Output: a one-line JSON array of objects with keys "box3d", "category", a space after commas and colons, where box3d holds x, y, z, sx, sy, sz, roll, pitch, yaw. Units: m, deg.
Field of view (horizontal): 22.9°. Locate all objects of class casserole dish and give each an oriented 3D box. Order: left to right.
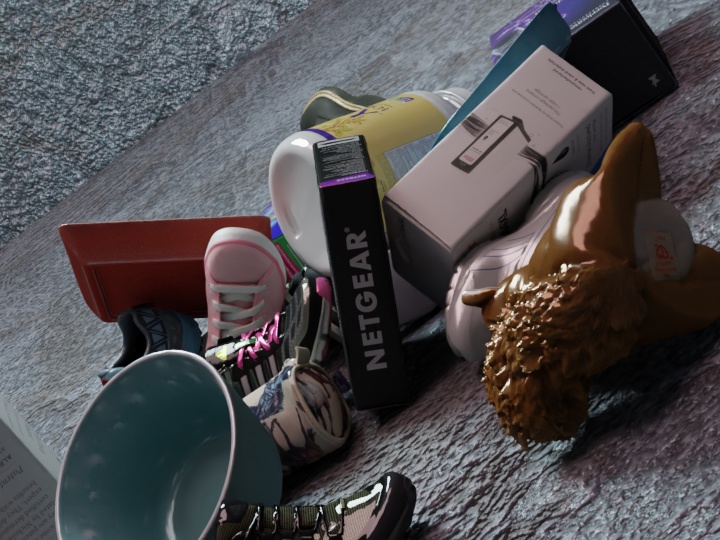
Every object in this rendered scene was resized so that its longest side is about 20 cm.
[{"box3d": [0.129, -0.156, 1.607, 0.200, 0.039, 0.121, -51, -6, -14], "category": "casserole dish"}]

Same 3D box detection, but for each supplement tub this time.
[{"box3d": [0.029, -0.089, 1.706, 0.200, 0.146, 0.145, -23, 7, -31], "category": "supplement tub"}]

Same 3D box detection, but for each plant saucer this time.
[{"box3d": [-0.184, 0.005, 1.744, 0.200, 0.037, 0.200, -3, -22, -2], "category": "plant saucer"}]

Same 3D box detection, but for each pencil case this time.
[{"box3d": [-0.100, 0.146, 1.532, 0.200, 0.078, 0.090, -30, 61, 29], "category": "pencil case"}]

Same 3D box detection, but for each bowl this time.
[{"box3d": [-0.139, 0.175, 1.430, 0.201, 0.105, 0.201, -21, 57, 35], "category": "bowl"}]

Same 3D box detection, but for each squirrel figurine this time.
[{"box3d": [0.141, 0.026, 1.252, 0.187, 0.142, 0.200, -29, 15, 50], "category": "squirrel figurine"}]

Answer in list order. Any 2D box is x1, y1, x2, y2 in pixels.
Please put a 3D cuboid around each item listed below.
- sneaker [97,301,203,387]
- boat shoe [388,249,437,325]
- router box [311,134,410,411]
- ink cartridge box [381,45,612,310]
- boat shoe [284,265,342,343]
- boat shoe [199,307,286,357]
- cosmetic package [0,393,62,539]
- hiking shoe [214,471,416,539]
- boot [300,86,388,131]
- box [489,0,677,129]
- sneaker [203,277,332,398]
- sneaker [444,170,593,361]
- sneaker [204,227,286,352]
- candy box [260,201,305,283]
[{"box3d": [-0.223, 0.128, 1.735, 0.079, 0.095, 0.200, -15, 60, 45], "category": "sneaker"}, {"box3d": [0.077, -0.015, 1.639, 0.200, 0.069, 0.057, -38, -3, -2], "category": "boat shoe"}, {"box3d": [0.000, 0.000, 1.512, 0.051, 0.200, 0.149, -10, 18, 0], "category": "router box"}, {"box3d": [0.120, -0.071, 1.525, 0.200, 0.084, 0.146, -44, -24, -15], "category": "ink cartridge box"}, {"box3d": [-0.029, 0.023, 1.735, 0.066, 0.074, 0.199, -51, 7, 0], "category": "boat shoe"}, {"box3d": [-0.148, 0.092, 1.815, 0.200, 0.073, 0.062, -40, 19, 15], "category": "boat shoe"}, {"box3d": [-0.338, 0.232, 1.614, 0.165, 0.200, 0.165, -41, 16, -6], "category": "cosmetic package"}, {"box3d": [-0.054, 0.197, 1.266, 0.200, 0.101, 0.076, -38, 17, 5], "category": "hiking shoe"}, {"box3d": [-0.047, -0.126, 1.906, 0.138, 0.077, 0.200, -46, 19, -17], "category": "boot"}, {"box3d": [0.218, -0.210, 1.770, 0.148, 0.104, 0.200, -34, 16, 13], "category": "box"}, {"box3d": [-0.091, 0.080, 1.575, 0.074, 0.087, 0.200, -89, 25, -52], "category": "sneaker"}, {"box3d": [0.146, -0.004, 1.436, 0.200, 0.075, 0.087, -48, 32, -15], "category": "sneaker"}, {"box3d": [-0.109, 0.058, 1.667, 0.075, 0.200, 0.105, 2, 47, 1], "category": "sneaker"}, {"box3d": [-0.032, -0.058, 1.957, 0.200, 0.077, 0.169, -28, 18, 36], "category": "candy box"}]
